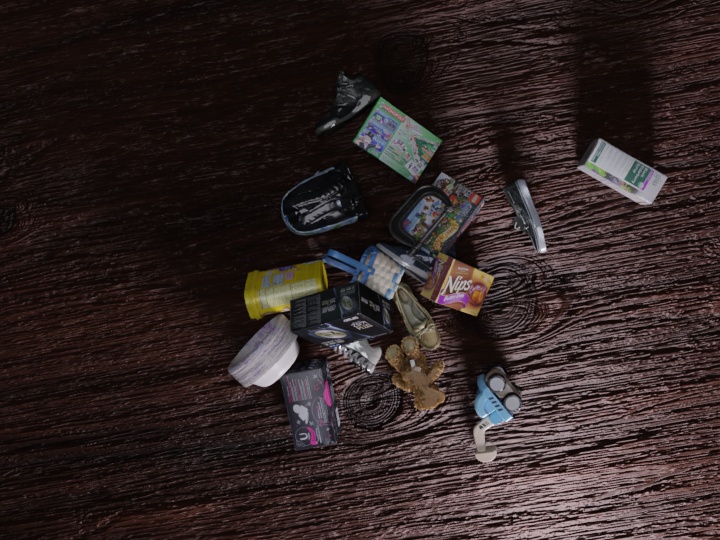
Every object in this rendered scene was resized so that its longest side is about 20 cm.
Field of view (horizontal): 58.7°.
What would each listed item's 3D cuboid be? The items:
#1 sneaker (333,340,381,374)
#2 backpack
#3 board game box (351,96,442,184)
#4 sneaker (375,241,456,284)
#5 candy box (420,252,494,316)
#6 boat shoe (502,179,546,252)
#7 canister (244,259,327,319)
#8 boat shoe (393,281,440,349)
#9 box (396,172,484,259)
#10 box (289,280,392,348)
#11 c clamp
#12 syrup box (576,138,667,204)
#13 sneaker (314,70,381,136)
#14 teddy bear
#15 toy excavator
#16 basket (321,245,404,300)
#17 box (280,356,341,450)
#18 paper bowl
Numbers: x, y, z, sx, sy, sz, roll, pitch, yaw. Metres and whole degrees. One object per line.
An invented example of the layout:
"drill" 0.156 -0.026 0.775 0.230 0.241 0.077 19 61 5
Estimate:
"sneaker" -0.033 0.188 1.703 0.199 0.075 0.081 36 75 1
"backpack" -0.108 -0.167 1.652 0.199 0.154 0.164 -27 95 -18
"board game box" 0.096 -0.335 1.660 0.199 0.029 0.135 33 94 -12
"sneaker" 0.153 -0.058 1.675 0.201 0.077 0.147 30 83 12
"candy box" 0.248 0.037 1.621 0.056 0.199 0.117 27 95 42
"boat shoe" 0.426 -0.135 1.666 0.070 0.072 0.201 -20 82 12
"canister" -0.188 0.046 1.653 0.198 0.149 0.087 -11 119 4
"boat shoe" 0.146 0.123 1.688 0.073 0.063 0.202 -28 92 4
"box" 0.206 -0.138 1.635 0.136 0.038 0.200 33 78 22
"box" -0.046 0.112 1.559 0.199 0.164 0.087 -16 62 26
"c clamp" 0.163 -0.118 1.603 0.170 0.027 0.201 31 78 26
"syrup box" 0.666 -0.251 1.635 0.199 0.081 0.079 30 95 2
"sneaker" -0.054 -0.437 1.658 0.199 0.076 0.114 -38 90 1
"teddy bear" 0.149 0.270 1.697 0.200 0.067 0.145 42 98 3
"toy excavator" 0.343 0.379 1.690 0.200 0.100 0.195 -39 89 17
"basket" 0.000 0.000 1.632 0.199 0.176 0.140 28 84 -5
"box" -0.129 0.346 1.678 0.114 0.132 0.202 -10 94 5
"paper bowl" -0.236 0.216 1.641 0.201 0.201 0.104 -44 101 4
